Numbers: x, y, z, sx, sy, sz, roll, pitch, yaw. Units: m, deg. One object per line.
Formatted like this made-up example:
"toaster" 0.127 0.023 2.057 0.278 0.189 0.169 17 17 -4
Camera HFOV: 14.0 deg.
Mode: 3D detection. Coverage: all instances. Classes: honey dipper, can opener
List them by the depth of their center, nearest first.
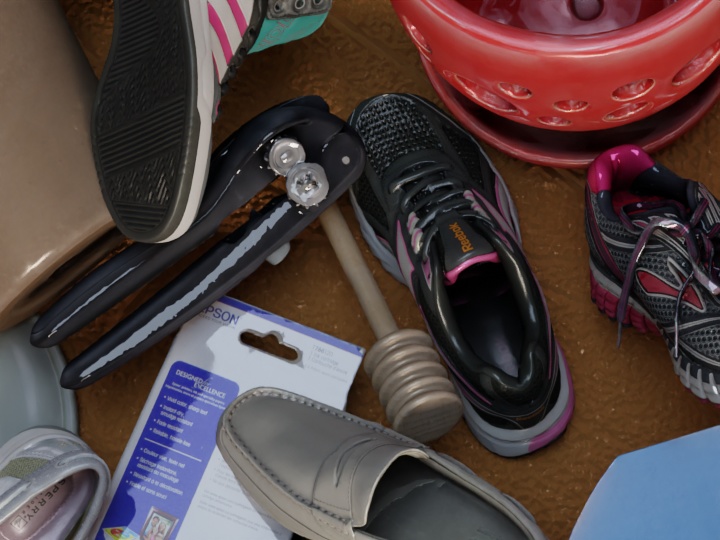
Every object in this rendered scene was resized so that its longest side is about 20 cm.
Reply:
"can opener" -0.079 -0.011 1.478 0.200 0.079 0.063 -44 97 -12
"honey dipper" 0.000 0.000 1.486 0.038 0.038 0.201 -23 54 -1

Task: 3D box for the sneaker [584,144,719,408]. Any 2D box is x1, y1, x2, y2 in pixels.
"sneaker" 0.166 0.005 1.412 0.080 0.075 0.200 -27 32 -21

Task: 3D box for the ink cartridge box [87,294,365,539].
"ink cartridge box" -0.076 0.117 1.478 0.099 0.039 0.201 21 77 12

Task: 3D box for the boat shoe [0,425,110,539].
"boat shoe" -0.195 0.167 1.445 0.074 0.065 0.202 41 83 -19

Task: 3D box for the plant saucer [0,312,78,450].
"plant saucer" -0.246 0.080 1.504 0.198 0.050 0.202 -2 71 6

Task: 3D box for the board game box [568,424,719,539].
"board game box" 0.161 0.136 1.390 0.199 0.159 0.039 -14 27 -29

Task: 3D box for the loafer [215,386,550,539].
"loafer" 0.014 0.104 1.391 0.199 0.070 0.070 26 60 25

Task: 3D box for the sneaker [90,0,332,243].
"sneaker" -0.071 -0.111 1.459 0.083 0.120 0.202 0 86 41

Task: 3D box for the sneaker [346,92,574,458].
"sneaker" 0.053 -0.010 1.478 0.080 0.086 0.201 -28 71 -5

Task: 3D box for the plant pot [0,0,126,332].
"plant pot" -0.203 -0.065 1.482 0.200 0.200 0.175 -38 85 -6

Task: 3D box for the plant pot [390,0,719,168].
"plant pot" 0.108 -0.163 1.470 0.199 0.183 0.202 -2 72 6
